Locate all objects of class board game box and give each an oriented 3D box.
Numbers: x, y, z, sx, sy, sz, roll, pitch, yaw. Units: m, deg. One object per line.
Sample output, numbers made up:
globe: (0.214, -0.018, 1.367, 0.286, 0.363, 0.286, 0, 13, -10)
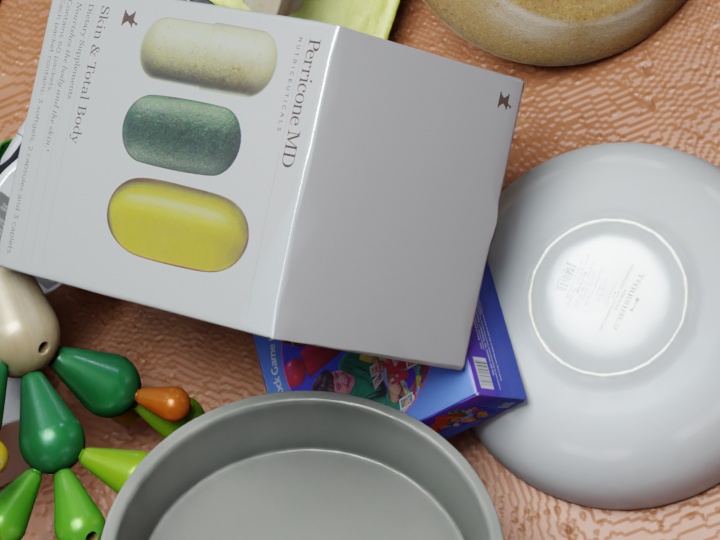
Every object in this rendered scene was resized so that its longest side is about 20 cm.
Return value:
board game box: (0.000, 0.000, 1.312, 0.134, 0.045, 0.201, -28, 67, 34)

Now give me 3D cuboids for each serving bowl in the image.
serving bowl: (0.134, 0.021, 1.292, 0.199, 0.066, 0.201, -4, 73, 14)

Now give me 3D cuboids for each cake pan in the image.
cake pan: (-0.029, 0.150, 1.205, 0.199, 0.037, 0.201, 0, 51, 0)

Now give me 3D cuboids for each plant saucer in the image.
plant saucer: (0.113, -0.208, 1.314, 0.199, 0.035, 0.201, -3, 101, -14)

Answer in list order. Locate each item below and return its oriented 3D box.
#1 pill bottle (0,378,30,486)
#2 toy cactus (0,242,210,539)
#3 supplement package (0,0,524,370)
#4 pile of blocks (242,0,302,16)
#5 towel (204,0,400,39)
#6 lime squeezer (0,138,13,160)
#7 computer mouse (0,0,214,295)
pill bottle: (-0.248, 0.024, 1.364, 0.112, 0.112, 0.200, -34, 69, 3)
toy cactus: (-0.167, 0.069, 1.272, 0.199, 0.102, 0.166, -13, 78, -35)
supplement package: (-0.051, -0.049, 1.234, 0.199, 0.150, 0.153, 13, 92, 40)
pile of blocks: (-0.043, -0.220, 1.322, 0.082, 0.062, 0.201, 3, 46, -18)
towel: (-0.071, -0.184, 1.372, 0.199, 0.018, 0.087, 19, 87, -2)
lime squeezer: (-0.170, -0.074, 1.399, 0.199, 0.071, 0.038, -11, 52, -20)
computer mouse: (-0.150, -0.076, 1.348, 0.200, 0.110, 0.044, -53, 27, -6)
